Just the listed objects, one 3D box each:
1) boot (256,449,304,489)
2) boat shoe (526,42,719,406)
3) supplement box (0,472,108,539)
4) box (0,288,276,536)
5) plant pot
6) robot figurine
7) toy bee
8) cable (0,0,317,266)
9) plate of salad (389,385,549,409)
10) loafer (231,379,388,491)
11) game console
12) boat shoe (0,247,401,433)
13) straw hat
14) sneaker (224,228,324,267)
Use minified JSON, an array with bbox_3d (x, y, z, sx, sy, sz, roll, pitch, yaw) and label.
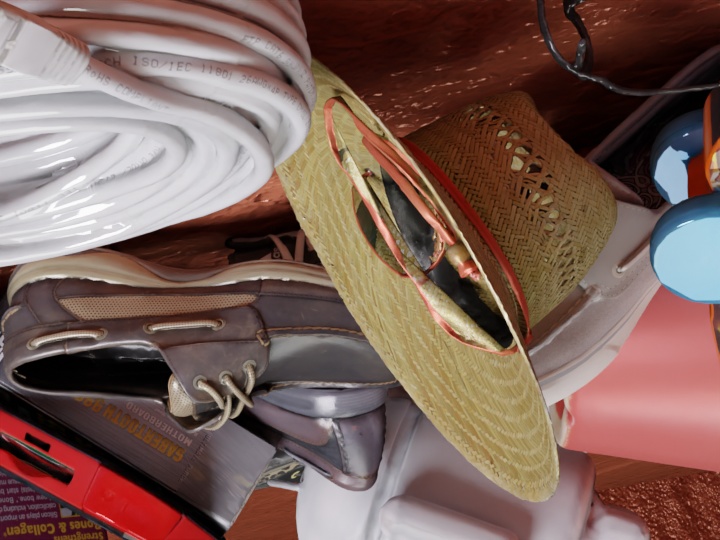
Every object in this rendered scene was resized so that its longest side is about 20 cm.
[{"bbox_3d":[-0.087,0.154,1.386,0.203,0.074,0.154,-17,162,4],"label":"boot"},{"bbox_3d":[0.106,-0.020,0.708,0.200,0.072,0.069,-37,139,-5],"label":"boat shoe"},{"bbox_3d":[-0.235,0.169,1.042,0.103,0.201,0.131,-21,164,33],"label":"supplement box"},{"bbox_3d":[-0.132,0.089,0.923,0.158,0.048,0.200,32,165,0],"label":"box"},{"bbox_3d":[0.179,0.012,0.817,0.177,0.201,0.200,-3,167,1],"label":"plant pot"},{"bbox_3d":[0.051,0.135,0.905,0.199,0.113,0.170,16,174,8],"label":"robot figurine"},{"bbox_3d":[0.155,-0.030,0.620,0.108,0.131,0.200,-15,151,24],"label":"toy bee"},{"bbox_3d":[-0.114,-0.052,0.504,0.200,0.070,0.200,-20,166,35],"label":"cable"},{"bbox_3d":[0.041,0.063,0.974,0.199,0.048,0.200,18,165,5],"label":"plate of salad"},{"bbox_3d":[-0.059,0.065,0.893,0.072,0.063,0.200,-18,-159,-35],"label":"loafer"},{"bbox_3d":[-0.149,0.108,0.883,0.200,0.031,0.177,24,169,28],"label":"game console"},{"bbox_3d":[-0.072,0.041,0.791,0.199,0.074,0.075,4,145,8],"label":"boat shoe"},{"bbox_3d":[0.047,-0.018,0.627,0.085,0.201,0.201,-34,172,-13],"label":"straw hat"},{"bbox_3d":[0.000,0.001,0.818,0.115,0.076,0.200,-10,170,-20],"label":"sneaker"}]
